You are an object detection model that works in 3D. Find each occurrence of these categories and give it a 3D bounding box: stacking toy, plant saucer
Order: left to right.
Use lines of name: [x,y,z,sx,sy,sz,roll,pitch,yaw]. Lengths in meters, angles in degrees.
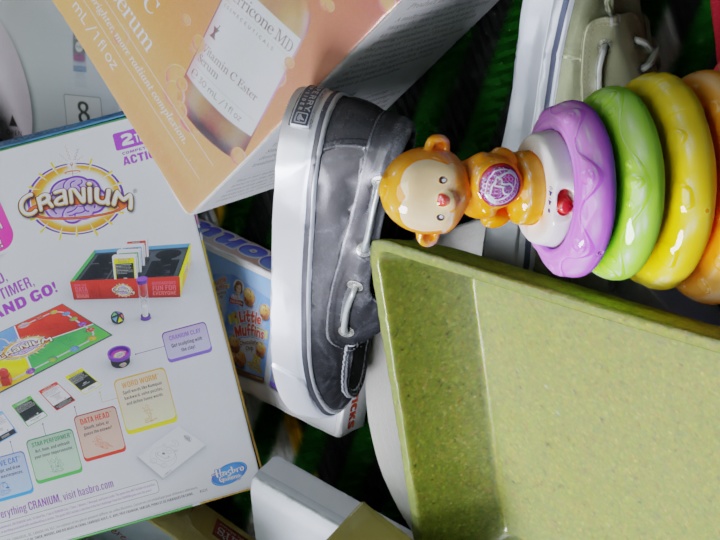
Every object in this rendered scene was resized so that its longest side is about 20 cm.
plant saucer: [0.105,0.083,1.067,0.199,0.048,0.201,18,130,37]
stacking toy: [0.102,-0.035,0.989,0.110,0.199,0.117,-132,44,-61]

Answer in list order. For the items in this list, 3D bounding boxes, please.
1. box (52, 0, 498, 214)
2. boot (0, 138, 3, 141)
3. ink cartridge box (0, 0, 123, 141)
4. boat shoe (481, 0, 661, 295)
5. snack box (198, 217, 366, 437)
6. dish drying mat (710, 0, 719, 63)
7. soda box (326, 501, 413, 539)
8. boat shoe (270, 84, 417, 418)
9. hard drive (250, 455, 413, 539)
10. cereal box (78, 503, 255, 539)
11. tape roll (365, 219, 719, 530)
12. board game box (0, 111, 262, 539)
box: [-0.034,-0.150,1.160,0.200,0.106,0.153,-43,76,38]
boot: [-0.238,0.020,1.295,0.076,0.168,0.201,-10,112,49]
ink cartridge box: [-0.176,-0.157,1.309,0.162,0.057,0.202,8,113,37]
boat shoe: [0.101,-0.086,1.094,0.062,0.072,0.202,11,100,13]
snack box: [-0.078,0.015,1.297,0.199,0.024,0.072,24,118,31]
dish drying mat: [0.192,-0.057,1.066,0.076,0.018,0.202,0,103,39]
soda box: [-0.004,0.198,1.190,0.064,0.068,0.201,35,149,18]
boat shoe: [0.000,0.000,1.142,0.067,0.072,0.201,13,136,12]
hard drive: [0.032,0.185,1.234,0.199,0.027,0.133,27,140,30]
cereal box: [-0.159,0.175,1.361,0.144,0.040,0.200,36,128,-13]
tape roll: [0.091,0.068,1.172,0.202,0.037,0.204,13,111,36]
board game box: [-0.144,0.030,1.248,0.040,0.152,0.202,-154,50,-79]
